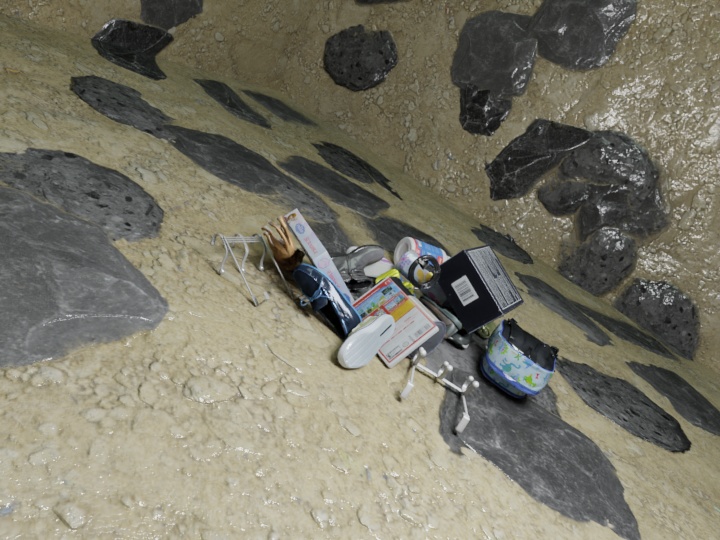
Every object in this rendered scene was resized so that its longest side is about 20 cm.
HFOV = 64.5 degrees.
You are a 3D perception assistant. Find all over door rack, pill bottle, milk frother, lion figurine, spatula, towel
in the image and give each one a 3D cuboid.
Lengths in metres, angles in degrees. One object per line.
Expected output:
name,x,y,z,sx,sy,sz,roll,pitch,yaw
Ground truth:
over door rack,-0.239,0.002,1.295,0.200,0.067,0.148,51,25,17
pill bottle,0.221,-0.033,1.926,0.200,0.112,0.112,17,23,-28
over door rack,0.178,0.245,1.240,0.148,0.067,0.200,30,20,4
milk frother,0.149,0.083,1.416,0.180,0.200,0.188,9,29,-46
lion figurine,-0.184,-0.055,1.373,0.123,0.072,0.200,63,-2,2
spatula,-0.080,0.080,1.372,0.056,0.021,0.200,2,33,-44
towel,0.346,0.120,1.775,0.200,0.036,0.148,52,19,13

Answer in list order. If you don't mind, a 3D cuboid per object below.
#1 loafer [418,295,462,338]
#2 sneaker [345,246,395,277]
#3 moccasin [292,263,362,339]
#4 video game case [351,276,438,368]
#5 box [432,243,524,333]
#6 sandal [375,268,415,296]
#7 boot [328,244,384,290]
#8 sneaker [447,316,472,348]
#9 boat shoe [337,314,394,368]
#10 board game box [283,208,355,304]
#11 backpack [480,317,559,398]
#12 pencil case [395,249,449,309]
loafer,0.203,0.127,1.585,0.072,0.063,0.200,49,-7,-28
sneaker,0.016,-0.033,1.720,0.200,0.073,0.114,28,13,-38
moccasin,-0.078,0.068,1.276,0.200,0.080,0.068,43,48,1
video game case,0.067,0.117,1.334,0.200,0.143,0.017,47,-10,39
box,0.326,0.046,1.570,0.198,0.123,0.200,-12,70,-57
sandal,0.103,0.061,1.618,0.087,0.079,0.200,61,-3,-27
boot,0.000,0.000,1.569,0.200,0.070,0.132,-15,42,-24
sneaker,0.292,0.152,1.617,0.074,0.085,0.200,31,20,6
boat shoe,0.004,0.154,1.242,0.062,0.072,0.200,-3,16,36
board game box,-0.100,-0.025,1.404,0.200,0.041,0.200,53,-7,46
backpack,0.404,0.237,1.472,0.183,0.147,0.200,34,17,10
pencil case,0.194,0.026,1.667,0.200,0.083,0.091,42,2,19
